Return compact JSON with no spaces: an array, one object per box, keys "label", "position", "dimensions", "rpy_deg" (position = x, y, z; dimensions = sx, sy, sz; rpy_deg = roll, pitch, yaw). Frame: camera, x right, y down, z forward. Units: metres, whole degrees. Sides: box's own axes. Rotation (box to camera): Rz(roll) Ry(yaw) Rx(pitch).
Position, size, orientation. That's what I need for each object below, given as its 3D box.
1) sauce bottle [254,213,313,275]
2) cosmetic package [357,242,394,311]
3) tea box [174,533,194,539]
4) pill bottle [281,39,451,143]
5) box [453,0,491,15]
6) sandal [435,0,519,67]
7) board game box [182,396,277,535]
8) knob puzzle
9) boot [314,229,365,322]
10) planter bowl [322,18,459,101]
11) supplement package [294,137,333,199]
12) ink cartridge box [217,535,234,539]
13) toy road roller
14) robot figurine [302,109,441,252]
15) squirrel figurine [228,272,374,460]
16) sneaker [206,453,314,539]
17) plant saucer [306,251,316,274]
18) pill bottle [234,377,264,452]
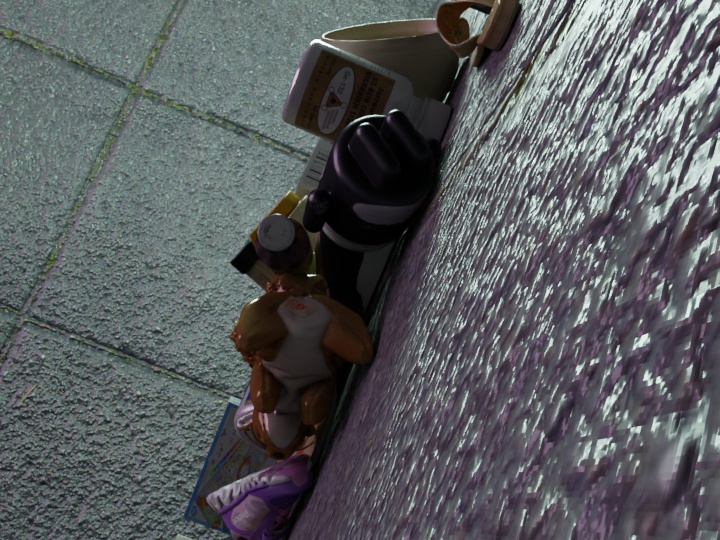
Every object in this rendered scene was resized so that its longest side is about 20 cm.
[{"label":"sauce bottle","position":[-0.090,-0.030,0.967],"dimensions":[0.200,0.066,0.066],"rpy_deg":[85,-154,-82]},{"label":"cosmetic package","position":[0.000,0.000,1.179],"dimensions":[0.151,0.052,0.200],"rpy_deg":[-89,21,-75]},{"label":"tea box","position":[-0.252,0.523,1.173],"dimensions":[0.197,0.133,0.200],"rpy_deg":[-75,7,-54]},{"label":"pill bottle","position":[0.009,-0.208,1.077],"dimensions":[0.114,0.200,0.115],"rpy_deg":[-158,90,-86]},{"label":"box","position":[0.104,-0.394,1.089],"dimensions":[0.200,0.161,0.049],"rpy_deg":[-73,7,-65]},{"label":"sandal","position":[0.116,-0.272,0.897],"dimensions":[0.212,0.070,0.078],"rpy_deg":[-87,19,-79]},{"label":"board game box","position":[-0.178,0.315,1.301],"dimensions":[0.034,0.134,0.200],"rpy_deg":[-101,33,-84]},{"label":"knob puzzle","position":[-0.057,0.182,1.067],"dimensions":[0.220,0.030,0.220],"rpy_deg":[-165,90,-74]},{"label":"boot","position":[-0.041,0.003,1.060],"dimensions":[0.075,0.074,0.200],"rpy_deg":[-34,46,45]},{"label":"planter bowl","position":[0.051,-0.283,1.208],"dimensions":[0.200,0.200,0.135],"rpy_deg":[-76,-18,-65]},{"label":"supplement package","position":[-0.025,-0.116,1.386],"dimensions":[0.200,0.156,0.111],"rpy_deg":[120,174,-68]},{"label":"ink cartridge box","position":[-0.211,0.384,1.028],"dimensions":[0.198,0.200,0.047],"rpy_deg":[158,99,-84]},{"label":"toy road roller","position":[-0.098,-0.050,1.302],"dimensions":[0.200,0.123,0.146],"rpy_deg":[-41,12,40]},{"label":"robot figurine","position":[0.014,-0.103,0.978],"dimensions":[0.200,0.150,0.125],"rpy_deg":[119,159,-63]},{"label":"squirrel figurine","position":[-0.081,0.110,0.952],"dimensions":[0.200,0.141,0.187],"rpy_deg":[-108,24,-56]},{"label":"sneaker","position":[-0.109,0.283,1.000],"dimensions":[0.080,0.089,0.200],"rpy_deg":[-13,-16,-40]},{"label":"plant saucer","position":[-0.082,0.064,1.146],"dimensions":[0.200,0.031,0.200],"rpy_deg":[-61,-8,-14]},{"label":"pill bottle","position":[-0.106,0.167,1.258],"dimensions":[0.116,0.116,0.200],"rpy_deg":[116,175,-48]}]
